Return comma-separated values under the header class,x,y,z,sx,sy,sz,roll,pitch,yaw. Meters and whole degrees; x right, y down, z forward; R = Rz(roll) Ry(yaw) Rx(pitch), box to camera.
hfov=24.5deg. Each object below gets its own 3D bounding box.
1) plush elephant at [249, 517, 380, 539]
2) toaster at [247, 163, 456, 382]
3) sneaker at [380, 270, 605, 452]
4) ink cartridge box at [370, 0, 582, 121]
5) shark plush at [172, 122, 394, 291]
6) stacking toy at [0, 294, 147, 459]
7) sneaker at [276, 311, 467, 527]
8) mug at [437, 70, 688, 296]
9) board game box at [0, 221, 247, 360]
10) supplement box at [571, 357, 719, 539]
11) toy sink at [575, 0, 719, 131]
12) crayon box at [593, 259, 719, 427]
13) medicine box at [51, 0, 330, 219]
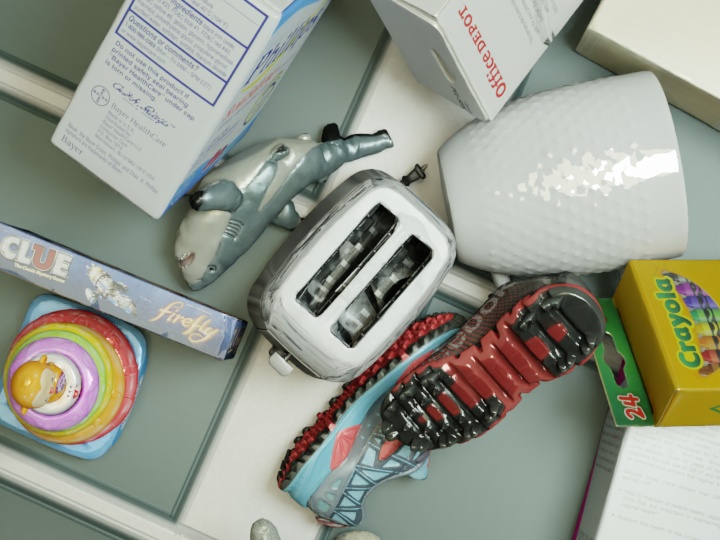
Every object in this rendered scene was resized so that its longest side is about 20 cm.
class,x,y,z,sx,sy,sz,roll,pitch,yaw
plush elephant,-0.061,0.263,1.244,0.163,0.155,0.201,-10,49,2
toaster,0.000,0.000,1.295,0.114,0.129,0.200,43,90,-6
sneaker,0.101,0.065,1.261,0.200,0.098,0.071,-36,103,22
ink cartridge box,0.106,-0.236,1.236,0.083,0.147,0.200,32,79,32
shark plush,-0.069,-0.064,1.354,0.199,0.091,0.084,-32,109,-22
stacking toy,-0.231,0.083,1.259,0.109,0.200,0.117,21,87,0
sneaker,0.027,0.121,1.335,0.095,0.079,0.200,42,94,-14
mug,0.157,-0.043,1.305,0.174,0.148,0.202,-10,110,1
board game box,-0.188,0.017,1.295,0.199,0.135,0.035,22,88,-1
supplement box,0.237,0.170,1.312,0.102,0.101,0.202,15,88,-1
toy sink,0.290,-0.192,1.320,0.199,0.112,0.131,28,88,3
crayon box,0.273,0.054,1.253,0.198,0.051,0.128,-1,50,-16
medicine box,-0.114,-0.169,1.241,0.103,0.182,0.200,37,122,0
